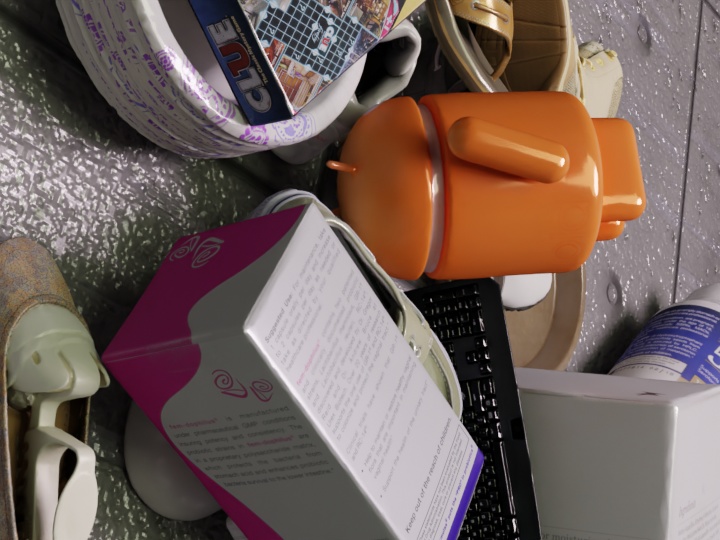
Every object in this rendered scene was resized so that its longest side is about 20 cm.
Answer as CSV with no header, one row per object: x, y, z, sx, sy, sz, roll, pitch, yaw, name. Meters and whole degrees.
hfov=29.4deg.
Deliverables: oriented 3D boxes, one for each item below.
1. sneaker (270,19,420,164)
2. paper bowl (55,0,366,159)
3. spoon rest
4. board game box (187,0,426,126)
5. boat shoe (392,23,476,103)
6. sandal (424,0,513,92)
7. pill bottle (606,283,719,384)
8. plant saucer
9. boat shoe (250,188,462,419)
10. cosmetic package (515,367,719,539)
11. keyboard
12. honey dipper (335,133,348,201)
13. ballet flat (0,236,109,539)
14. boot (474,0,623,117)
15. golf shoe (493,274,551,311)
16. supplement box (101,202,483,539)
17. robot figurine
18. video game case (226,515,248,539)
0.007,-0.158,0.921,0.078,0.099,0.201,43,52,-37,sneaker
-0.093,-0.164,0.798,0.200,0.104,0.202,13,73,-49,paper bowl
-0.081,0.052,0.823,0.099,0.060,0.201,34,71,-41,spoon rest
-0.026,-0.188,0.776,0.200,0.034,0.136,-47,119,-44,board game box
0.085,-0.168,1.051,0.200,0.057,0.067,-52,122,-42,boat shoe
0.073,-0.188,0.944,0.201,0.054,0.080,63,14,-13,sandal
0.288,0.096,1.202,0.200,0.119,0.120,-42,115,-46,pill bottle
0.116,-0.005,1.083,0.200,0.029,0.201,14,72,-49,plant saucer
0.003,0.039,0.808,0.072,0.062,0.200,-43,120,-8,boat shoe
0.154,0.175,0.947,0.165,0.164,0.201,2,91,-63,cosmetic package
0.055,0.109,0.884,0.040,0.104,0.201,2,77,-55,keyboard
0.000,0.000,0.911,0.038,0.038,0.201,29,53,-44,honey dipper
-0.159,0.079,0.702,0.068,0.067,0.201,6,78,-48,ballet flat
0.152,-0.160,1.056,0.155,0.072,0.201,-45,132,-52,boot
0.104,-0.038,0.976,0.200,0.094,0.078,48,47,-41,golf shoe
-0.030,0.077,0.745,0.200,0.101,0.104,56,40,-29,supplement box
0.072,-0.054,0.848,0.199,0.144,0.117,-3,112,-10,robot figurine
-0.001,0.163,0.886,0.182,0.023,0.200,62,31,-22,video game case
